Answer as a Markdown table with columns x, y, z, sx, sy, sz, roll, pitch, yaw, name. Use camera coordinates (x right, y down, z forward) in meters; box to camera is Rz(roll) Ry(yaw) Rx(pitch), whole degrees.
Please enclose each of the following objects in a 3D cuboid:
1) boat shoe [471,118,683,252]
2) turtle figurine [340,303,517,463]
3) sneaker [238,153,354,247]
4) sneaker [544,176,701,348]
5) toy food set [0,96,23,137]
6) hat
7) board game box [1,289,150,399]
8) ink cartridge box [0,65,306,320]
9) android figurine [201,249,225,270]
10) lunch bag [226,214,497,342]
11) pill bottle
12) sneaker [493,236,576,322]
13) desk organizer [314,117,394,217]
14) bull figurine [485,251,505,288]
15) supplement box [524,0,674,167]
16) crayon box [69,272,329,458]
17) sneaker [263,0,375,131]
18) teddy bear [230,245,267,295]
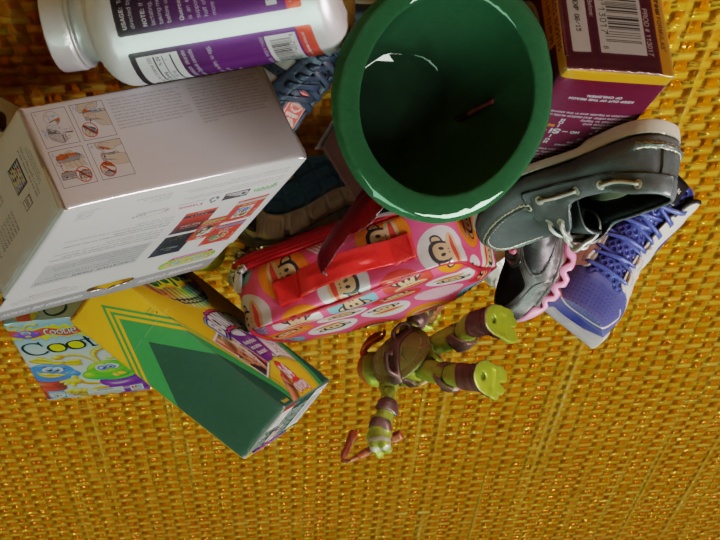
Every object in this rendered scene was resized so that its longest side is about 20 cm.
| x | y | z | sx | sy | sz | roll | pitch | yaw | name |
| --- | --- | --- | --- | --- | --- | --- | --- | --- | --- |
| 0.159 | -0.049 | 1.504 | 0.073 | 0.062 | 0.200 | 15 | 150 | -39 | boat shoe |
| 0.053 | 0.068 | 1.689 | 0.161 | 0.200 | 0.064 | -13 | 129 | 41 | turtle figurine |
| -0.017 | -0.066 | 1.677 | 0.200 | 0.075 | 0.087 | -15 | 166 | -16 | sneaker |
| 0.226 | -0.036 | 1.729 | 0.081 | 0.199 | 0.115 | 36 | 134 | -1 | sneaker |
| -0.209 | -0.097 | 1.558 | 0.200 | 0.060 | 0.143 | 22 | -177 | -45 | toy food set |
| 0.015 | -0.116 | 1.428 | 0.166 | 0.200 | 0.176 | 43 | 167 | -23 | hat |
| -0.258 | 0.034 | 1.845 | 0.103 | 0.105 | 0.200 | -6 | 158 | 1 | board game box |
| -0.170 | -0.053 | 1.430 | 0.200 | 0.084 | 0.176 | -15 | 160 | -36 | ink cartridge box |
| -0.202 | -0.042 | 1.626 | 0.182 | 0.041 | 0.200 | 25 | -175 | 23 | android figurine |
| 0.000 | 0.000 | 1.622 | 0.200 | 0.082 | 0.176 | -19 | 172 | 15 | lunch bag |
| -0.109 | -0.187 | 1.350 | 0.200 | 0.112 | 0.112 | -8 | 157 | 10 | pill bottle |
| 0.140 | -0.055 | 1.664 | 0.095 | 0.200 | 0.079 | 13 | -164 | -24 | sneaker |
| 0.049 | -0.131 | 1.475 | 0.072 | 0.077 | 0.200 | -12 | 150 | -36 | desk organizer |
| 0.110 | -0.039 | 1.775 | 0.121 | 0.065 | 0.200 | -31 | 159 | -25 | bull figurine |
| 0.148 | -0.146 | 1.496 | 0.086 | 0.110 | 0.200 | 3 | 155 | -17 | supplement box |
| -0.123 | 0.064 | 1.605 | 0.058 | 0.173 | 0.200 | -52 | 175 | 8 | crayon box |
| -0.047 | -0.142 | 1.500 | 0.200 | 0.085 | 0.075 | -22 | 151 | 34 | sneaker |
| -0.047 | -0.012 | 1.826 | 0.145 | 0.067 | 0.200 | 9 | 154 | -34 | teddy bear |
